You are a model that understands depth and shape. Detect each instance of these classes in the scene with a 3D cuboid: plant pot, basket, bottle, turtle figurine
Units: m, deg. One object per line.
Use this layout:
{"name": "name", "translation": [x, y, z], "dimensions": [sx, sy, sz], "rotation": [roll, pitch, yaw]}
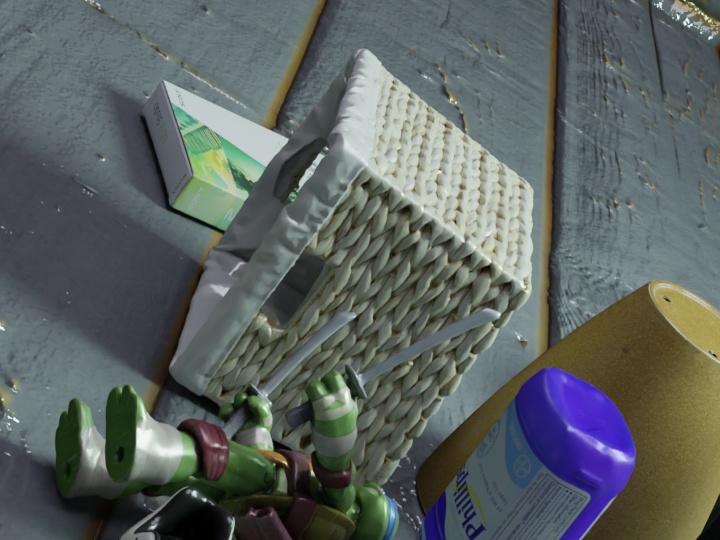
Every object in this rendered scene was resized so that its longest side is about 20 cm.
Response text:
{"name": "plant pot", "translation": [0.168, 0.113, 1.383], "dimensions": [0.185, 0.201, 0.187], "rotation": [31, 22, -14]}
{"name": "basket", "translation": [0.000, 0.000, 1.367], "dimensions": [0.160, 0.199, 0.200], "rotation": [34, 21, -9]}
{"name": "bottle", "translation": [0.069, 0.150, 1.154], "dimensions": [0.065, 0.201, 0.084], "rotation": [27, 24, -20]}
{"name": "turtle figurine", "translation": [-0.059, 0.077, 1.169], "dimensions": [0.192, 0.202, 0.144], "rotation": [10, 16, -32]}

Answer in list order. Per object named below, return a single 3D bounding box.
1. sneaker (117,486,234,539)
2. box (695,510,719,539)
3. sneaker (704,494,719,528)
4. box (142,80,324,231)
{"name": "sneaker", "translation": [-0.111, 0.167, 1.005], "dimensions": [0.075, 0.088, 0.200], "rotation": [34, 23, -7]}
{"name": "box", "translation": [0.236, 0.225, 1.246], "dimensions": [0.141, 0.201, 0.079], "rotation": [43, 22, 16]}
{"name": "sneaker", "translation": [0.277, 0.199, 1.471], "dimensions": [0.082, 0.070, 0.201], "rotation": [-31, 92, -42]}
{"name": "box", "translation": [-0.065, -0.061, 1.612], "dimensions": [0.199, 0.036, 0.145], "rotation": [23, 25, -28]}
